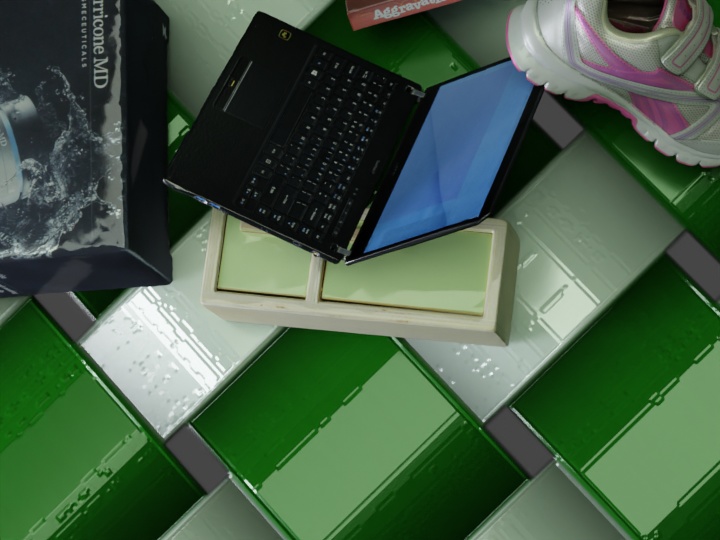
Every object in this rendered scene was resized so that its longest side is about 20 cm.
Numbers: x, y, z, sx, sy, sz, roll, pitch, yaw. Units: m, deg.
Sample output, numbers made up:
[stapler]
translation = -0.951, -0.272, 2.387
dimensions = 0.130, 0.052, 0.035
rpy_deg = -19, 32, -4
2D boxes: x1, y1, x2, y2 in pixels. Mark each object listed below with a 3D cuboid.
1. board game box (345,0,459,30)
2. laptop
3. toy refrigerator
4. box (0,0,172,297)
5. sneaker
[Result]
[board game box]
translation = 0.084, -0.226, 1.498
dimensions = 0.199, 0.019, 0.103
rpy_deg = -15, 46, 8
[laptop]
translation = 0.003, -0.102, 1.429
dimensions = 0.199, 0.103, 0.178
rpy_deg = 25, 49, 1
[toy refrigerator]
translation = 0.000, 0.000, 1.469
dimensions = 0.199, 0.070, 0.076
rpy_deg = 6, 80, 13
[box]
translation = -0.237, -0.089, 1.512
dimensions = 0.199, 0.117, 0.198
rpy_deg = -5, 78, 10
[sneaker]
translation = 0.196, -0.135, 1.412
dimensions = 0.199, 0.088, 0.082
rpy_deg = 20, 51, -17
